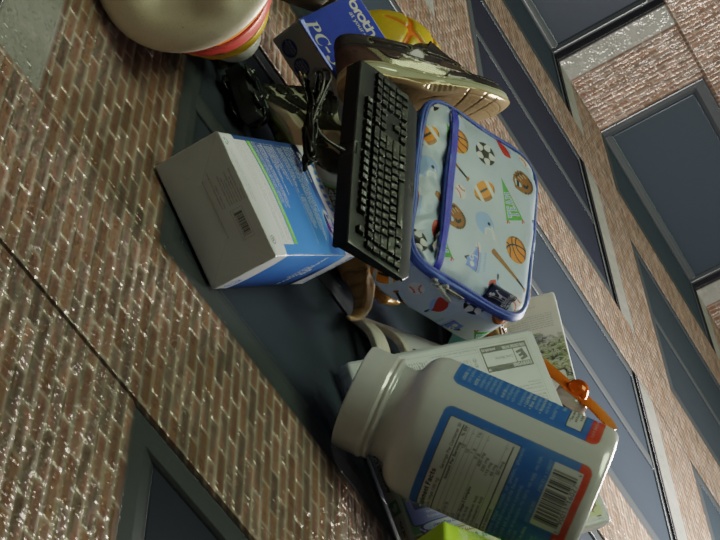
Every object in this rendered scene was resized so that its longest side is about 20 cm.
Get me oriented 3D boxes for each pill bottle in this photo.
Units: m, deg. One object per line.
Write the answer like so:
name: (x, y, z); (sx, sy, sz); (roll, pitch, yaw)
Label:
pill bottle: (0.084, 0.133, 1.332); (0.199, 0.113, 0.112); (24, 14, 8)

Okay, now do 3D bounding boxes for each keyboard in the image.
keyboard: (-0.002, -0.095, 1.438); (0.127, 0.021, 0.201); (29, 45, -29)

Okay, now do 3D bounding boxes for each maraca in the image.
maraca: (0.027, -0.226, 1.886); (0.200, 0.107, 0.137); (38, 21, -56)

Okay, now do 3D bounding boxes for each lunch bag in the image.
lunch bag: (0.081, -0.044, 1.559); (0.160, 0.075, 0.201); (32, 48, -30)

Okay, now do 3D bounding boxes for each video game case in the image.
video game case: (0.095, 0.146, 1.455); (0.199, 0.022, 0.183); (-8, 67, -35)

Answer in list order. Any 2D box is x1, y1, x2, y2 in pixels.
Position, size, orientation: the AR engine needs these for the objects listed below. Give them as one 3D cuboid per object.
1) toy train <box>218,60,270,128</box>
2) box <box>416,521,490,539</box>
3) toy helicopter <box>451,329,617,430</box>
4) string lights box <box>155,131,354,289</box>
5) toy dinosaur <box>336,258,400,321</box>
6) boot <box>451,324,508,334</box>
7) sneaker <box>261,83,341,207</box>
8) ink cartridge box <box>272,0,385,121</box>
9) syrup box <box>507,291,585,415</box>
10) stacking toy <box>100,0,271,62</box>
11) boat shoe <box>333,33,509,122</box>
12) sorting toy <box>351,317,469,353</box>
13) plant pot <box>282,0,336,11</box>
toy train: (-0.116, -0.209, 1.542); (0.046, 0.034, 0.201); (41, 27, -60)
box: (0.094, 0.289, 1.246); (0.122, 0.048, 0.201); (25, 45, -27)
toy helicopter: (0.157, 0.123, 1.687); (0.200, 0.132, 0.079); (58, 17, -16)
string lights box: (-0.074, -0.045, 1.359); (0.103, 0.059, 0.200); (65, 16, 7)
toy dinosaur: (0.000, 0.000, 1.566); (0.106, 0.060, 0.201); (18, 38, -30)
boot: (0.114, 0.029, 1.782); (0.146, 0.070, 0.201); (-90, 161, -84)
sneaker: (-0.052, -0.101, 1.540); (0.077, 0.089, 0.200); (4, 29, -23)
ink cartridge box: (0.011, -0.154, 1.641); (0.094, 0.044, 0.201); (-34, 92, -46)
syrup box: (0.189, 0.121, 1.858); (0.200, 0.078, 0.082); (-97, 171, -52)
stacking toy: (-0.115, -0.215, 1.406); (0.200, 0.146, 0.147); (49, 18, -72)
boat shoe: (0.057, -0.179, 1.613); (0.199, 0.072, 0.065); (4, 65, -39)
sorting toy: (0.066, 0.113, 1.532); (0.180, 0.107, 0.201); (29, 32, -30)
plant pot: (-0.040, -0.321, 1.639); (0.135, 0.200, 0.200); (57, 16, -1)
